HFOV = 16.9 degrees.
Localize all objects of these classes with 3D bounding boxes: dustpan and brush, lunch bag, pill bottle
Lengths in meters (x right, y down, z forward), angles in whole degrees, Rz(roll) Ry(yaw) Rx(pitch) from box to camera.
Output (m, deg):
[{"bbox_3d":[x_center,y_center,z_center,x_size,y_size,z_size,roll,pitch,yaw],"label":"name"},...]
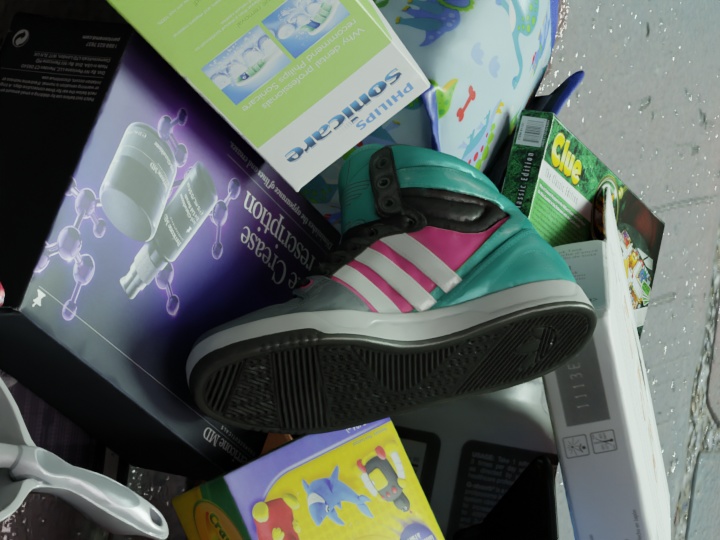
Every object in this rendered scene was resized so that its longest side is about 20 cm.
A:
[{"bbox_3d":[-0.162,0.073,0.993,0.200,0.057,0.140,40,28,-37],"label":"dustpan and brush"},{"bbox_3d":[0.036,-0.083,1.301,0.170,0.127,0.201,-56,154,-38],"label":"lunch bag"},{"bbox_3d":[0.050,0.128,1.363,0.116,0.115,0.201,15,85,-56],"label":"pill bottle"}]

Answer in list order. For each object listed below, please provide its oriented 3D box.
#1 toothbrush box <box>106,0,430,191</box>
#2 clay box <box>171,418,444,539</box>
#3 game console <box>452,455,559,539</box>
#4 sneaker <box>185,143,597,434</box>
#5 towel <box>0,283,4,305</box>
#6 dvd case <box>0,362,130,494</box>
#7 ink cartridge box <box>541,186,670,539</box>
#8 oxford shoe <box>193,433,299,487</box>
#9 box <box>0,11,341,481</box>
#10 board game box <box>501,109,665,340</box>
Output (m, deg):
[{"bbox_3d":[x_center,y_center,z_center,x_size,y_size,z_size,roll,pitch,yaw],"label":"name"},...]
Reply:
[{"bbox_3d":[-0.072,-0.151,1.079,0.086,0.146,0.200,-38,142,7],"label":"toothbrush box"},{"bbox_3d":[0.003,0.173,1.125,0.115,0.047,0.201,-23,87,-46],"label":"clay box"},{"bbox_3d":[0.111,0.220,1.228,0.175,0.116,0.201,24,54,-42],"label":"game console"},{"bbox_3d":[0.000,0.000,1.134,0.199,0.121,0.084,-8,141,-23],"label":"sneaker"},{"bbox_3d":[-0.225,-0.054,0.876,0.023,0.200,0.144,-48,156,25],"label":"towel"},{"bbox_3d":[-0.166,0.029,1.108,0.200,0.016,0.150,4,93,-56],"label":"dvd case"},{"bbox_3d":[0.129,0.078,1.277,0.174,0.043,0.201,-79,158,-67],"label":"ink cartridge box"},{"bbox_3d":[-0.044,0.115,1.263,0.071,0.071,0.201,-35,127,-50],"label":"oxford shoe"},{"bbox_3d":[-0.104,-0.005,1.113,0.200,0.078,0.142,44,63,-51],"label":"box"},{"bbox_3d":[0.119,-0.007,1.326,0.200,0.023,0.105,35,69,-61],"label":"board game box"}]
